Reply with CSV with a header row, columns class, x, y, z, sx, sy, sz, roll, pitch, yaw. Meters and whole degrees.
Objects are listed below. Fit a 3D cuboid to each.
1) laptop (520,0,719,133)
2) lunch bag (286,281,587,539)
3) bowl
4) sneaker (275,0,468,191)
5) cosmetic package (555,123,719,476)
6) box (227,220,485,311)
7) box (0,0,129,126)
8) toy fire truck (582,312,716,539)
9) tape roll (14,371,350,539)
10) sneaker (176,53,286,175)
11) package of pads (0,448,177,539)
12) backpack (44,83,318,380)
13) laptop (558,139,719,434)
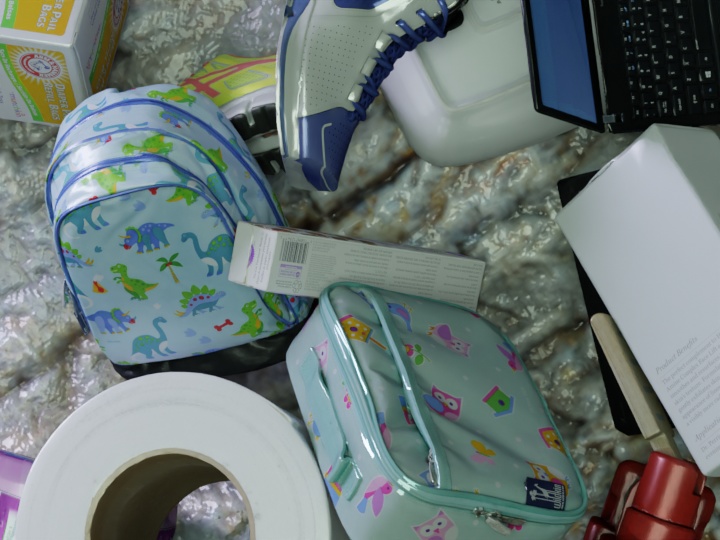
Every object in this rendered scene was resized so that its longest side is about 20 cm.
class,x,y,z,sx,sy,sz,roll,pitch,yaw
laptop,0.180,-0.182,1.499,0.199,0.103,0.178,-5,83,-11
lunch bag,0.042,0.098,1.473,0.160,0.200,0.077,16,123,-32
bowl,0.092,-0.183,1.591,0.199,0.075,0.201,-22,89,7
sneaker,0.010,-0.151,1.513,0.114,0.081,0.201,5,77,4
cosmetic package,0.216,0.018,1.496,0.102,0.074,0.201,-42,62,33
box,0.000,0.000,1.554,0.039,0.199,0.042,16,97,43
box,-0.264,-0.177,1.605,0.199,0.102,0.113,9,61,8
toy fire truck,0.177,0.142,1.539,0.128,0.176,0.201,19,91,7
tape roll,-0.100,0.173,1.510,0.201,0.139,0.204,-3,78,13
sneaker,-0.103,-0.100,1.627,0.199,0.091,0.078,-10,135,23
package of pads,-0.234,0.188,1.642,0.199,0.076,0.121,17,88,7
backpack,-0.124,-0.023,1.555,0.162,0.154,0.201,-8,113,16
laptop,0.258,0.000,1.598,0.199,0.103,0.178,-14,91,-18
